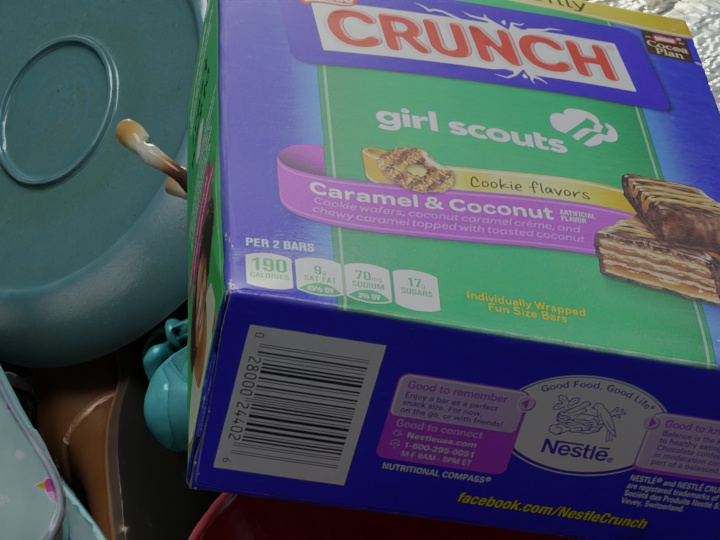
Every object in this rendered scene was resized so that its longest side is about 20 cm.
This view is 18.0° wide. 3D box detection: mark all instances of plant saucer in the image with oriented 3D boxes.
[{"bbox_3d":[-0.117,-0.061,0.918,0.199,0.027,0.201,-14,65,33],"label":"plant saucer"}]

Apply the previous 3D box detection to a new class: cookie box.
[{"bbox_3d":[0.032,-0.014,0.704,0.170,0.075,0.200,9,35,-11],"label":"cookie box"}]

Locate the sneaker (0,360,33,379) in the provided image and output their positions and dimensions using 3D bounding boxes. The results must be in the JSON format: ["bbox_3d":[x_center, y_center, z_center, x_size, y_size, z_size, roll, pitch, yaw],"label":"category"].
[{"bbox_3d":[-0.236,0.042,0.964,0.108,0.070,0.200,27,43,32],"label":"sneaker"}]

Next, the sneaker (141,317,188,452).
[{"bbox_3d":[-0.046,0.028,0.891,0.079,0.078,0.200,-7,8,0],"label":"sneaker"}]

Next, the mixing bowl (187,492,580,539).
[{"bbox_3d":[0.046,0.135,0.692,0.199,0.109,0.201,-5,34,3],"label":"mixing bowl"}]

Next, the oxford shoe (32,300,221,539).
[{"bbox_3d":[-0.098,0.072,0.920,0.071,0.071,0.200,-34,36,17],"label":"oxford shoe"}]

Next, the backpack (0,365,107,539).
[{"bbox_3d":[-0.195,0.075,0.801,0.175,0.154,0.200,-24,62,-18],"label":"backpack"}]

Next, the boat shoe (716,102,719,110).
[{"bbox_3d":[0.172,-0.033,0.987,0.065,0.072,0.200,-5,26,-25],"label":"boat shoe"}]

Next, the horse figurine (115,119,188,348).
[{"bbox_3d":[0.000,0.000,0.801,0.199,0.050,0.132,5,30,-50],"label":"horse figurine"}]
